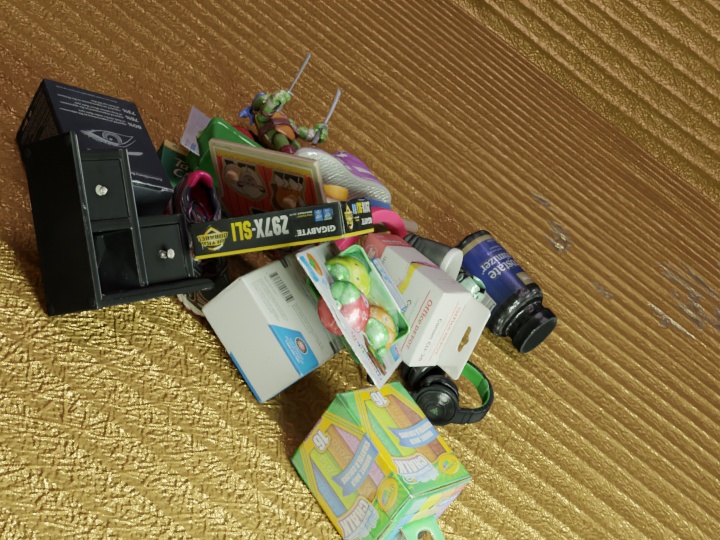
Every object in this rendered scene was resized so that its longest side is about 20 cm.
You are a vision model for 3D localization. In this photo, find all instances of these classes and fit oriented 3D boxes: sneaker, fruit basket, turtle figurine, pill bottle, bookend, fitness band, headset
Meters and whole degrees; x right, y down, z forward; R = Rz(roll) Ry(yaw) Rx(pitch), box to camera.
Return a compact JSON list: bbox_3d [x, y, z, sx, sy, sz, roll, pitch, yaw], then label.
[{"bbox_3d":[0.068,0.038,1.646,0.098,0.203,0.070,32,21,25],"label":"sneaker"},{"bbox_3d":[-0.187,-0.164,1.699,0.184,0.094,0.200,33,11,-16],"label":"fruit basket"},{"bbox_3d":[-0.097,-0.240,1.897,0.197,0.144,0.197,-17,68,-10],"label":"turtle figurine"},{"bbox_3d":[0.236,0.038,1.913,0.200,0.112,0.111,49,30,24],"label":"pill bottle"},{"bbox_3d":[-0.214,-0.034,1.505,0.080,0.075,0.203,-4,68,-36],"label":"sneaker"},{"bbox_3d":[-0.004,0.045,1.413,0.187,0.093,0.200,58,7,1],"label":"fruit basket"},{"bbox_3d":[-0.288,-0.059,1.372,0.199,0.091,0.203,-8,90,-55],"label":"bookend"},{"bbox_3d":[0.000,0.000,1.648,0.037,0.200,0.145,14,-35,45],"label":"fitness band"},{"bbox_3d":[0.102,0.151,1.603,0.197,0.095,0.124,7,37,-24],"label":"headset"},{"bbox_3d":[-0.049,-0.161,1.841,0.199,0.073,0.115,26,22,-40],"label":"sneaker"},{"bbox_3d":[0.121,0.057,1.745,0.074,0.119,0.200,44,30,14],"label":"sneaker"}]

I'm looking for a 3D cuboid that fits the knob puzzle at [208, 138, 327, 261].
[{"bbox_3d":[-0.123,-0.077,1.567,0.218,0.220,0.031,37,51,1],"label":"knob puzzle"}]

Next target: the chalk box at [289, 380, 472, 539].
[{"bbox_3d":[0.035,0.251,1.340,0.123,0.124,0.201,-5,48,-51],"label":"chalk box"}]

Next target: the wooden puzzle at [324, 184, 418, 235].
[{"bbox_3d":[-0.035,-0.093,1.760,0.183,0.047,0.199,14,-8,-37],"label":"wooden puzzle"}]

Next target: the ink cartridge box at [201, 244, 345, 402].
[{"bbox_3d":[-0.094,0.064,1.490,0.147,0.084,0.199,57,29,3],"label":"ink cartridge box"}]

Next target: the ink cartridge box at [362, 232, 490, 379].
[{"bbox_3d":[0.071,0.049,1.544,0.067,0.118,0.199,3,28,-49],"label":"ink cartridge box"}]

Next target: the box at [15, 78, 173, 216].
[{"bbox_3d":[-0.357,-0.143,1.517,0.146,0.105,0.201,12,37,-39],"label":"box"}]

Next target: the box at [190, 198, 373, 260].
[{"bbox_3d":[-0.096,-0.054,1.438,0.160,0.196,0.050,-14,96,-76],"label":"box"}]

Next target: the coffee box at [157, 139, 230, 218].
[{"bbox_3d":[-0.248,-0.102,1.645,0.122,0.044,0.201,26,29,-20],"label":"coffee box"}]
